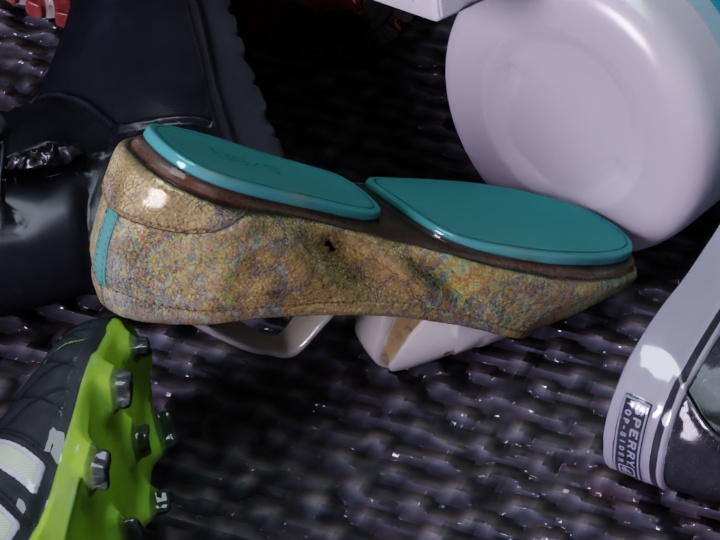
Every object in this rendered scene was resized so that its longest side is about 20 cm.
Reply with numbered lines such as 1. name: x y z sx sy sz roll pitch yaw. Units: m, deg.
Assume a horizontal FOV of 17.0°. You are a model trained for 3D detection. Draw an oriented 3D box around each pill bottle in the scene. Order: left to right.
1. pill bottle: 0.129 -0.095 0.878 0.111 0.111 0.200 26 43 29

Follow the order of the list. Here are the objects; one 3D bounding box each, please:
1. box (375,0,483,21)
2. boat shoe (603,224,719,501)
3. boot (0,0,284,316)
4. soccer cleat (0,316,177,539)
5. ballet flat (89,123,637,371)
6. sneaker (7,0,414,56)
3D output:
1. box: 0.015 -0.149 0.856 0.144 0.036 0.200 -28 35 -31
2. boat shoe: 0.149 0.002 0.775 0.068 0.074 0.199 20 41 22
3. boot: -0.125 -0.055 0.837 0.168 0.076 0.200 -5 42 -17
4. soccer cleat: -0.105 0.079 0.668 0.081 0.068 0.200 -3 34 15
5. ballet flat: 0.000 0.000 0.769 0.200 0.071 0.071 9 27 -38
6. sneaker: -0.072 -0.139 0.971 0.200 0.078 0.082 13 32 0
